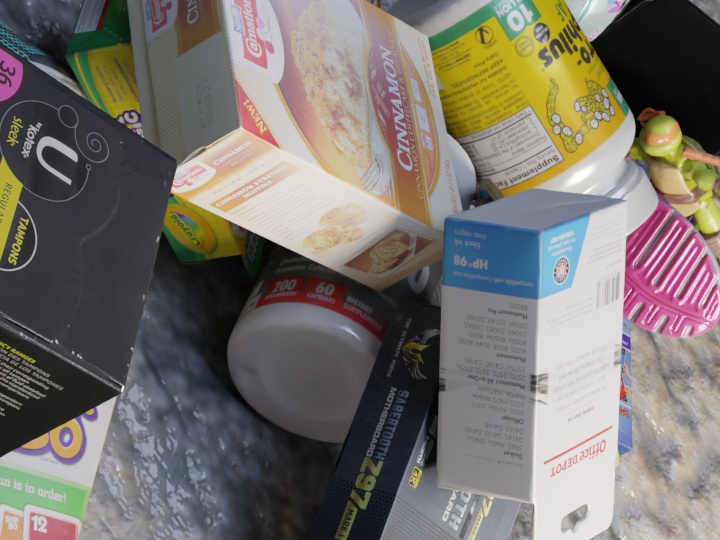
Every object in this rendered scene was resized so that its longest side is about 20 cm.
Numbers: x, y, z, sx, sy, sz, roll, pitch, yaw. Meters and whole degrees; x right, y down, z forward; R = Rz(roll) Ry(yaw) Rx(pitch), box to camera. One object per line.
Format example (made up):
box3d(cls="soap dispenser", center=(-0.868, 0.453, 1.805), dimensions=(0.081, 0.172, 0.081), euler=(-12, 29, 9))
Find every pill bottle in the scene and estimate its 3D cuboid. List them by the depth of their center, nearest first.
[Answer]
box3d(cls="pill bottle", center=(0.000, 0.000, 1.633), dimensions=(0.114, 0.114, 0.200), euler=(43, 45, -21))
box3d(cls="pill bottle", center=(0.110, -0.108, 1.709), dimensions=(0.200, 0.113, 0.113), euler=(57, 41, -15))

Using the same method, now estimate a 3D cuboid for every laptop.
box3d(cls="laptop", center=(0.219, -0.193, 1.879), dimensions=(0.116, 0.187, 0.200), euler=(4, 74, -22))

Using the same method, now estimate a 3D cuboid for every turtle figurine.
box3d(cls="turtle figurine", center=(0.227, -0.062, 1.888), dimensions=(0.064, 0.200, 0.161), euler=(-48, 135, -24))

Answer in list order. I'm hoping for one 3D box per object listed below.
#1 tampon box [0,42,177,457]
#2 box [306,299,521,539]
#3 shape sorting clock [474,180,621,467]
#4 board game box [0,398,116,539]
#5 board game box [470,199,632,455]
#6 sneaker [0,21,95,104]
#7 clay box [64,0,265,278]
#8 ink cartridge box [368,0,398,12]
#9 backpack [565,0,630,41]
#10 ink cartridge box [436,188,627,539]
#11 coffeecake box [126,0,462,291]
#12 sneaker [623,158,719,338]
box3d(cls="tampon box", center=(-0.214, 0.006, 1.346), dimensions=(0.126, 0.200, 0.150), euler=(33, 49, -30))
box3d(cls="box", center=(0.039, 0.138, 1.555), dimensions=(0.158, 0.051, 0.200), euler=(44, 64, -56))
box3d(cls="shape sorting clock", center=(0.117, 0.036, 1.660), dimensions=(0.200, 0.039, 0.200), euler=(62, -3, 6))
box3d(cls="board game box", center=(-0.190, 0.096, 1.457), dimensions=(0.095, 0.030, 0.200), euler=(35, 46, -29))
box3d(cls="board game box", center=(0.107, 0.035, 1.783), dimensions=(0.200, 0.034, 0.136), euler=(27, 51, -34))
box3d(cls="sneaker", center=(-0.229, -0.134, 1.504), dimensions=(0.200, 0.078, 0.091), euler=(22, 49, -40))
box3d(cls="clay box", center=(-0.108, -0.095, 1.575), dimensions=(0.115, 0.048, 0.200), euler=(-78, 153, -44))
box3d(cls="ink cartridge box", center=(-0.043, -0.223, 1.766), dimensions=(0.200, 0.047, 0.160), euler=(5, 66, -50))
box3d(cls="backpack", center=(0.109, -0.244, 1.825), dimensions=(0.126, 0.167, 0.200), euler=(7, 55, -35))
box3d(cls="ink cartridge box", center=(0.099, 0.061, 1.509), dimensions=(0.116, 0.067, 0.200), euler=(-19, 114, -58))
box3d(cls="coffeecake box", center=(-0.037, -0.095, 1.503), dimensions=(0.200, 0.073, 0.154), euler=(25, 46, -45))
box3d(cls="sneaker", center=(0.181, -0.035, 1.816), dimensions=(0.200, 0.081, 0.088), euler=(48, 16, 13))
